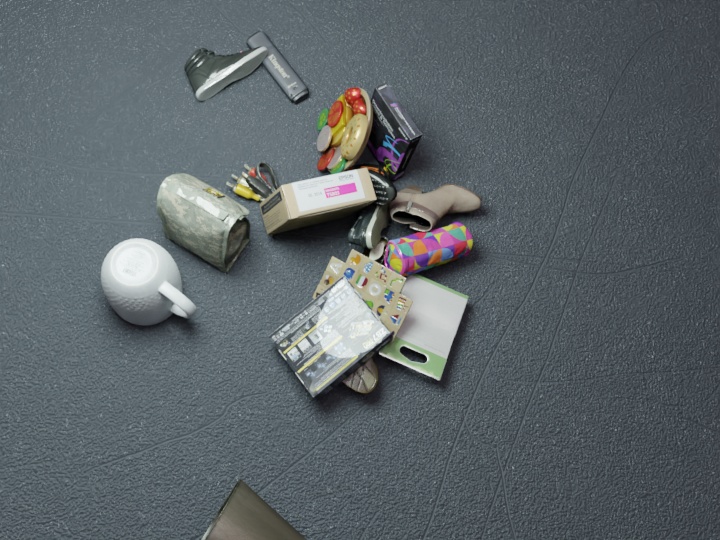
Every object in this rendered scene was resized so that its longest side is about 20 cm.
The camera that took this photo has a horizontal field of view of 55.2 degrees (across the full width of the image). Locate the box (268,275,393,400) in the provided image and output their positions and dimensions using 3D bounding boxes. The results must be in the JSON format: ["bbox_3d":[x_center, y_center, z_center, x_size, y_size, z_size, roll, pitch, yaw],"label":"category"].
[{"bbox_3d":[-0.059,0.133,1.380,0.200,0.049,0.161,-39,68,-5],"label":"box"}]

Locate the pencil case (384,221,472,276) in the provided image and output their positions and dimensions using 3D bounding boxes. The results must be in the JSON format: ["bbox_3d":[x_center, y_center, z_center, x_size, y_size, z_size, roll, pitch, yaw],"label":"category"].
[{"bbox_3d":[0.147,-0.047,1.489,0.199,0.088,0.089,-16,74,-29],"label":"pencil case"}]

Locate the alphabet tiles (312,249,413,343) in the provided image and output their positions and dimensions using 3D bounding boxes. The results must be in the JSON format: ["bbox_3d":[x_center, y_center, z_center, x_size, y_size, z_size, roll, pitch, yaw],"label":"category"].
[{"bbox_3d":[0.003,0.060,1.427,0.199,0.006,0.167,29,100,17],"label":"alphabet tiles"}]

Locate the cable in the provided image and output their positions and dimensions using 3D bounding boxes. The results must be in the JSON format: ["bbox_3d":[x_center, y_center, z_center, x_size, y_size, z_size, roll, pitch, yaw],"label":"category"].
[{"bbox_3d":[-0.194,-0.161,1.522,0.200,0.050,0.097,42,61,-7],"label":"cable"}]

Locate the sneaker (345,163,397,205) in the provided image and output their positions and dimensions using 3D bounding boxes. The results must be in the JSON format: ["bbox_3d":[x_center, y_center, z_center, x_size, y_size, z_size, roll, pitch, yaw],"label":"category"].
[{"bbox_3d":[0.034,-0.201,1.498,0.090,0.200,0.070,-30,118,-21],"label":"sneaker"}]

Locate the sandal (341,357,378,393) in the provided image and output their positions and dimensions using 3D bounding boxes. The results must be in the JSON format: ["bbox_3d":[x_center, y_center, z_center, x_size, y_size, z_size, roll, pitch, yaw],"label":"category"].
[{"bbox_3d":[-0.048,0.182,1.417,0.199,0.055,0.082,26,75,16],"label":"sandal"}]

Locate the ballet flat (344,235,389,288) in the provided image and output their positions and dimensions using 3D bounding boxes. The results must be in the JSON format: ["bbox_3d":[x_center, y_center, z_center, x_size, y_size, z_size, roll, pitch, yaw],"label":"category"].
[{"bbox_3d":[0.000,0.000,1.476,0.068,0.068,0.200,33,69,1],"label":"ballet flat"}]

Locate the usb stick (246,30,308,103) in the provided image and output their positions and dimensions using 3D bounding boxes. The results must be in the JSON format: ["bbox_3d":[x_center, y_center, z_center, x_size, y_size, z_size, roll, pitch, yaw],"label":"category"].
[{"bbox_3d":[-0.196,-0.481,1.625,0.055,0.033,0.200,-34,81,-17],"label":"usb stick"}]

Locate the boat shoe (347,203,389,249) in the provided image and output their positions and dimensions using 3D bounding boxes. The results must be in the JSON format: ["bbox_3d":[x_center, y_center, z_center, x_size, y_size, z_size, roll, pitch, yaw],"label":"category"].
[{"bbox_3d":[0.019,-0.110,1.494,0.066,0.075,0.200,0,38,17],"label":"boat shoe"}]

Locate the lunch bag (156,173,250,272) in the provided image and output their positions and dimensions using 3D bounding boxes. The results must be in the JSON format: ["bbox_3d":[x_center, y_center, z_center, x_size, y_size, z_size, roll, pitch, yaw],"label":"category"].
[{"bbox_3d":[-0.313,-0.106,1.387,0.164,0.200,0.118,31,69,2],"label":"lunch bag"}]

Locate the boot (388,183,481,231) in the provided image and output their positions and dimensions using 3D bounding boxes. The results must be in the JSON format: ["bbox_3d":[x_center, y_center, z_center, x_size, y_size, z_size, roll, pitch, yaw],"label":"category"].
[{"bbox_3d":[0.161,-0.133,1.518,0.199,0.071,0.146,8,34,10],"label":"boot"}]

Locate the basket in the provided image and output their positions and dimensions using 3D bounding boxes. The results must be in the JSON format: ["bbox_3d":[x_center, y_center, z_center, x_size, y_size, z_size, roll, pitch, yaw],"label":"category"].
[{"bbox_3d":[-0.183,0.509,1.239,0.199,0.136,0.181,33,63,-1],"label":"basket"}]

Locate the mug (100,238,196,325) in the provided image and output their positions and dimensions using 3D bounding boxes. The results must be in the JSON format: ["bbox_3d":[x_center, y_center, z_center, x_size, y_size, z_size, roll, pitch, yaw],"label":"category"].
[{"bbox_3d":[-0.405,0.029,1.337,0.199,0.175,0.148,33,69,2],"label":"mug"}]

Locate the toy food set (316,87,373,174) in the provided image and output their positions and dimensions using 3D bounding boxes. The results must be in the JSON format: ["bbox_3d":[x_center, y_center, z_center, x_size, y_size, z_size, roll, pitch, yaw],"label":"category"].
[{"bbox_3d":[-0.039,-0.304,1.514,0.048,0.198,0.201,14,59,-30],"label":"toy food set"}]

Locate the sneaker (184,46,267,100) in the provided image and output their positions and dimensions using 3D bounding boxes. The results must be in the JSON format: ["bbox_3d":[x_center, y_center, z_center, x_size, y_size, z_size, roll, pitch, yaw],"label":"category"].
[{"bbox_3d":[-0.314,-0.482,1.577,0.200,0.071,0.099,-35,84,-10],"label":"sneaker"}]

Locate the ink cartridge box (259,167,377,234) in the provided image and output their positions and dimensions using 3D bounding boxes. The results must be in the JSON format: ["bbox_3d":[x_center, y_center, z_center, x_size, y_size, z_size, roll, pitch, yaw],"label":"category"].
[{"bbox_3d":[-0.091,-0.143,1.437,0.199,0.165,0.076,-15,87,-26],"label":"ink cartridge box"}]

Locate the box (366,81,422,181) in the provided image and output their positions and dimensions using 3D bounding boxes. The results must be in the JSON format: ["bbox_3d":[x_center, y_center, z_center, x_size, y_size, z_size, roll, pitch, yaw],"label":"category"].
[{"bbox_3d":[0.063,-0.301,1.519,0.036,0.200,0.143,-29,78,-19],"label":"box"}]

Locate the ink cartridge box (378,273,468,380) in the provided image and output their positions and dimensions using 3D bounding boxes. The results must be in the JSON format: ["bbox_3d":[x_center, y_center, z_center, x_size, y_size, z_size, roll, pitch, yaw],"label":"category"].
[{"bbox_3d":[0.132,0.119,1.470,0.145,0.048,0.201,23,70,-1],"label":"ink cartridge box"}]
